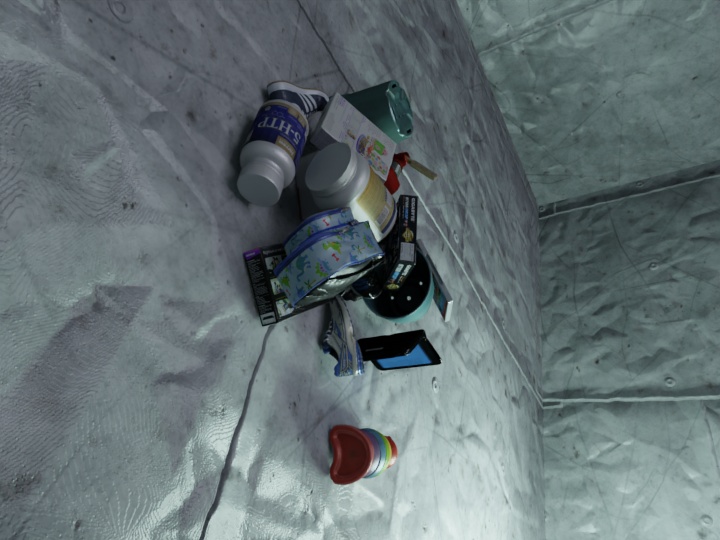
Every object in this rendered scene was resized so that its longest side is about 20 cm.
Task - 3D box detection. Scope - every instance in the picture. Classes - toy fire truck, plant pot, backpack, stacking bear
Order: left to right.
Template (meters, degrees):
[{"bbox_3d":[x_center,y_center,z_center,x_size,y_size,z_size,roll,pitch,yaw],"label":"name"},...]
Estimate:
[{"bbox_3d":[-0.074,-0.024,1.047,0.198,0.182,0.150,-24,79,-53],"label":"backpack"},{"bbox_3d":[0.023,0.425,1.236,0.199,0.110,0.126,28,56,-58],"label":"stacking bear"},{"bbox_3d":[0.030,-0.405,1.433,0.198,0.191,0.208,27,57,-52],"label":"plant pot"},{"bbox_3d":[0.103,-0.271,1.507,0.131,0.194,0.178,58,36,-28],"label":"toy fire truck"},{"bbox_3d":[0.117,0.053,1.446,0.188,0.193,0.208,43,43,-64],"label":"plant pot"}]

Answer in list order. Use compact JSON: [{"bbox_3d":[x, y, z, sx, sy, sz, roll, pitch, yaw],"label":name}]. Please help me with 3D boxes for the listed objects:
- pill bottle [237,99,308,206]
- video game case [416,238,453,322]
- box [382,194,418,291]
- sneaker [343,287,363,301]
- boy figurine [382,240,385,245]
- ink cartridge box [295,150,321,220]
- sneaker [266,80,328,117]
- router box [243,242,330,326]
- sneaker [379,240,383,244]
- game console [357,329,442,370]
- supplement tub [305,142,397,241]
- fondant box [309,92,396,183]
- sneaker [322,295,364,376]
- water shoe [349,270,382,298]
[{"bbox_3d":[-0.182,-0.239,1.088,0.120,0.116,0.206,47,42,-41],"label":"pill bottle"},{"bbox_3d":[0.203,0.029,1.482,0.144,0.017,0.205,81,-14,-64],"label":"video game case"},{"bbox_3d":[0.092,-0.059,1.256,0.201,0.044,0.165,111,-15,-69],"label":"box"},{"bbox_3d":[0.000,0.000,1.367,0.200,0.071,0.115,-48,125,-38],"label":"sneaker"},{"bbox_3d":[0.093,-0.067,1.540,0.198,0.063,0.128,-1,113,-61],"label":"boy figurine"},{"bbox_3d":[-0.067,-0.192,1.303,0.198,0.081,0.150,3,78,-58],"label":"ink cartridge box"},{"bbox_3d":[-0.138,-0.372,1.256,0.197,0.068,0.113,-8,84,-55],"label":"sneaker"},{"bbox_3d":[-0.149,0.018,1.123,0.198,0.050,0.155,-17,93,-60],"label":"router box"},{"bbox_3d":[0.015,-0.163,1.304,0.085,0.072,0.208,9,69,-45],"label":"sneaker"},{"bbox_3d":[0.077,0.221,1.297,0.175,0.194,0.120,-32,106,-58],"label":"game console"},{"bbox_3d":[-0.019,-0.163,1.157,0.200,0.140,0.149,46,43,-44],"label":"supplement tub"},{"bbox_3d":[-0.013,-0.304,1.261,0.197,0.058,0.147,35,47,-19],"label":"fondant box"},{"bbox_3d":[-0.053,0.150,1.221,0.078,0.082,0.205,83,-10,-59],"label":"sneaker"},{"bbox_3d":[0.005,0.009,1.259,0.199,0.077,0.073,41,64,-41],"label":"water shoe"}]
